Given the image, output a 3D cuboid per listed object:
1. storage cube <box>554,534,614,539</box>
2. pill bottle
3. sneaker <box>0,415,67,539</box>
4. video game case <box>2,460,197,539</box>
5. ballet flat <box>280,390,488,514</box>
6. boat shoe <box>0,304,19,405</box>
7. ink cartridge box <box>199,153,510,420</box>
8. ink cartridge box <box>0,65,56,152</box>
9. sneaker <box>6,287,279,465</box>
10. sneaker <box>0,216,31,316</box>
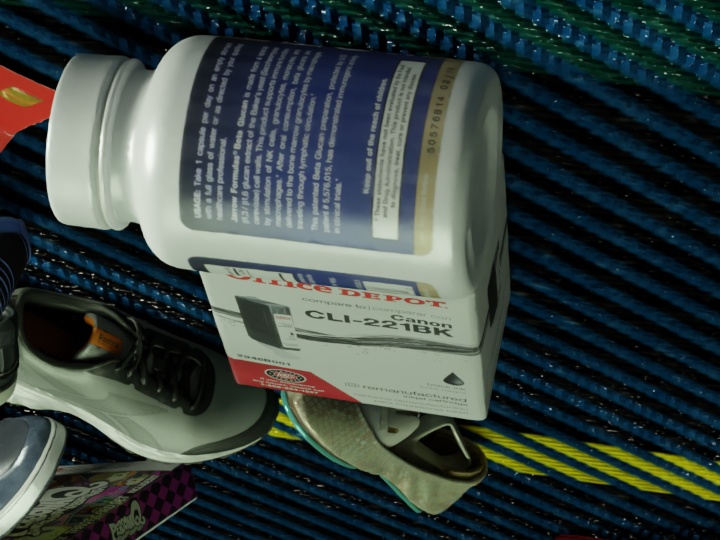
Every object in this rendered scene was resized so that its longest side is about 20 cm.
[{"bbox_3d":[0.230,0.296,2.030,0.180,0.200,0.171,2,160,38],"label":"storage cube"},{"bbox_3d":[-0.039,-0.052,1.354,0.200,0.111,0.111,6,159,10],"label":"pill bottle"},{"bbox_3d":[-0.291,0.114,1.796,0.202,0.077,0.146,-25,130,36],"label":"sneaker"},{"bbox_3d":[-0.236,0.179,1.988,0.181,0.036,0.200,-6,-167,28],"label":"video game case"},{"bbox_3d":[0.020,0.096,1.810,0.062,0.068,0.200,-28,150,16],"label":"ballet flat"},{"bbox_3d":[-0.286,0.010,1.694,0.199,0.075,0.066,29,127,10],"label":"boat shoe"},{"bbox_3d":[0.000,0.000,1.508,0.144,0.084,0.200,8,159,7],"label":"ink cartridge box"},{"bbox_3d":[-0.263,-0.075,1.493,0.161,0.050,0.200,24,158,-32],"label":"ink cartridge box"},{"bbox_3d":[-0.141,0.062,1.761,0.200,0.074,0.079,18,153,-18],"label":"sneaker"},{"bbox_3d":[-0.225,0.017,1.573,0.070,0.078,0.200,-16,180,15],"label":"sneaker"}]
